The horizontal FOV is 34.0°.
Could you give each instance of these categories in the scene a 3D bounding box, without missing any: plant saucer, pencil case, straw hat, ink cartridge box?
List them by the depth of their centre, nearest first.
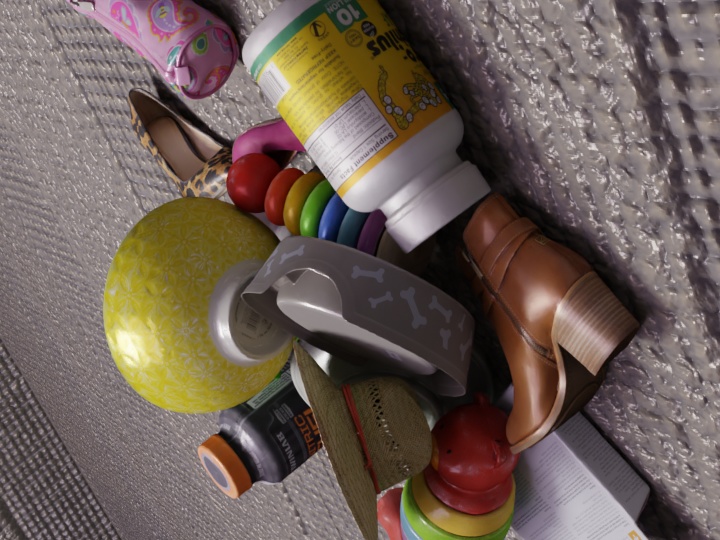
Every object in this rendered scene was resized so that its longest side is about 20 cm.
[{"bbox_3d":[0.016,0.139,1.008,0.201,0.084,0.203,-21,-90,-89],"label":"straw hat"},{"bbox_3d":[0.185,0.204,1.082,0.200,0.043,0.197,48,153,12],"label":"ink cartridge box"},{"bbox_3d":[0.027,0.118,1.113,0.197,0.051,0.201,6,138,6],"label":"plant saucer"},{"bbox_3d":[-0.208,-0.247,1.156,0.199,0.087,0.088,39,151,28],"label":"pencil case"}]

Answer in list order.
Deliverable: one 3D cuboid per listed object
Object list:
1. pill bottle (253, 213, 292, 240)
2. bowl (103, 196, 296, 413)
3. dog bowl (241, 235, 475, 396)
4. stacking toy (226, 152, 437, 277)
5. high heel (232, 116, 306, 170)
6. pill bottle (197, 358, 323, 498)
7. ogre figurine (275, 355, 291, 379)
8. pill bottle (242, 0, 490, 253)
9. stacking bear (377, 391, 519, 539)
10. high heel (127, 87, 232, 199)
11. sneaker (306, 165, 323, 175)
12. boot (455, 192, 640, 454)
[{"bbox_3d":[-0.134,-0.016,1.231,0.198,0.105,0.105,-4,123,30],"label":"pill bottle"},{"bbox_3d":[-0.119,0.035,1.058,0.107,0.200,0.202,6,128,47],"label":"bowl"},{"bbox_3d":[0.004,0.036,0.960,0.198,0.059,0.200,23,169,5],"label":"dog bowl"},{"bbox_3d":[-0.033,-0.053,1.044,0.198,0.085,0.086,25,145,25],"label":"stacking toy"},{"bbox_3d":[-0.060,-0.107,1.094,0.097,0.067,0.200,59,143,13],"label":"high heel"},{"bbox_3d":[-0.086,0.167,1.325,0.106,0.199,0.107,40,152,26],"label":"pill bottle"},{"bbox_3d":[-0.091,0.064,1.290,0.199,0.119,0.099,22,130,51],"label":"ogre figurine"},{"bbox_3d":[0.009,-0.118,0.903,0.201,0.112,0.113,54,155,1],"label":"pill bottle"},{"bbox_3d":[0.090,0.199,1.074,0.201,0.112,0.122,103,165,-44],"label":"stacking bear"},{"bbox_3d":[-0.196,-0.141,1.275,0.143,0.071,0.200,54,165,-15],"label":"high heel"},{"bbox_3d":[0.000,0.000,1.124,0.107,0.070,0.203,13,120,31],"label":"sneaker"},{"bbox_3d":[0.128,0.044,0.947,0.155,0.073,0.201,46,139,19],"label":"boot"}]
